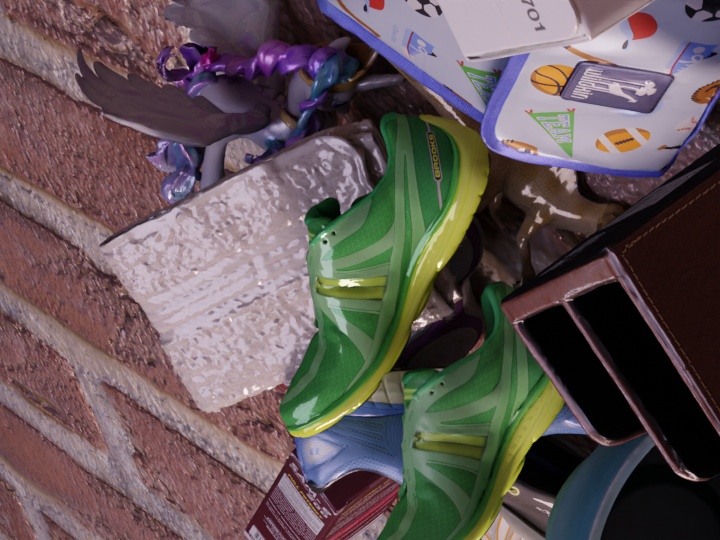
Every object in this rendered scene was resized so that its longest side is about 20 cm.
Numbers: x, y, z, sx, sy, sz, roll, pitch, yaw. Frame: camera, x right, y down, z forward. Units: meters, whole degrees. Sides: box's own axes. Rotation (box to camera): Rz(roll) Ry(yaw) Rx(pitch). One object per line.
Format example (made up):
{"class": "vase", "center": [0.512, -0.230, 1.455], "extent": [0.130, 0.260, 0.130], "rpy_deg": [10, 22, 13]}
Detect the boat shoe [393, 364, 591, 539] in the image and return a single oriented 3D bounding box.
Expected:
{"class": "boat shoe", "center": [0.084, 0.112, 1.224], "extent": [0.201, 0.072, 0.061], "rpy_deg": [32, 131, -6]}

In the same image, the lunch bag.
{"class": "lunch bag", "center": [0.091, -0.143, 0.900], "extent": [0.200, 0.124, 0.170], "rpy_deg": [37, 152, 8]}

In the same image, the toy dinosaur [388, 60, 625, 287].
{"class": "toy dinosaur", "center": [0.084, -0.058, 1.107], "extent": [0.200, 0.058, 0.101], "rpy_deg": [40, 137, 17]}

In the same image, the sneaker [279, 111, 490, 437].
{"class": "sneaker", "center": [0.000, 0.000, 1.076], "extent": [0.084, 0.200, 0.074], "rpy_deg": [26, -169, -3]}

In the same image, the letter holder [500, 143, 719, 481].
{"class": "letter holder", "center": [0.188, 0.011, 0.807], "extent": [0.142, 0.200, 0.101], "rpy_deg": [56, 155, -1]}

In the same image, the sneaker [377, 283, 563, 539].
{"class": "sneaker", "center": [0.051, 0.096, 1.078], "extent": [0.084, 0.200, 0.074], "rpy_deg": [32, 168, -2]}

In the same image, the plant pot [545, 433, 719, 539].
{"class": "plant pot", "center": [0.187, 0.155, 1.017], "extent": [0.200, 0.200, 0.188], "rpy_deg": [58, 171, -5]}

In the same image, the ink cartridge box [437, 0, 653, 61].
{"class": "ink cartridge box", "center": [0.101, -0.189, 0.722], "extent": [0.086, 0.200, 0.146], "rpy_deg": [1, 121, 61]}

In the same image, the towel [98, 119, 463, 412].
{"class": "towel", "center": [-0.048, 0.001, 1.148], "extent": [0.200, 0.034, 0.133], "rpy_deg": [-25, 102, 25]}

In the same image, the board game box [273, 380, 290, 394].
{"class": "board game box", "center": [-0.034, 0.065, 1.315], "extent": [0.103, 0.019, 0.200], "rpy_deg": [30, -173, 18]}

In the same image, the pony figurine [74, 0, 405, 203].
{"class": "pony figurine", "center": [-0.079, -0.109, 1.238], "extent": [0.193, 0.167, 0.200], "rpy_deg": [21, 147, 0]}

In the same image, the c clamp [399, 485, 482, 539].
{"class": "c clamp", "center": [0.101, 0.181, 1.233], "extent": [0.200, 0.171, 0.027], "rpy_deg": [36, 115, 7]}

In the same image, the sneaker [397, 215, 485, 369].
{"class": "sneaker", "center": [0.034, 0.000, 1.246], "extent": [0.100, 0.075, 0.200], "rpy_deg": [58, 156, 33]}

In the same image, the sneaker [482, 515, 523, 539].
{"class": "sneaker", "center": [0.077, 0.191, 1.351], "extent": [0.076, 0.092, 0.200], "rpy_deg": [12, 130, 56]}

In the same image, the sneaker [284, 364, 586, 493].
{"class": "sneaker", "center": [0.057, 0.101, 1.160], "extent": [0.079, 0.200, 0.089], "rpy_deg": [33, -128, -84]}

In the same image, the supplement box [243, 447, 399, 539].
{"class": "supplement box", "center": [-0.016, 0.166, 1.470], "extent": [0.061, 0.109, 0.200], "rpy_deg": [51, 154, 11]}
